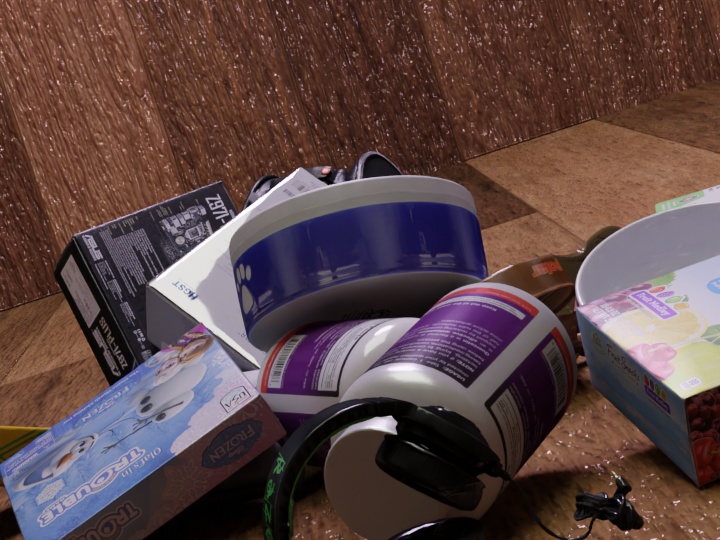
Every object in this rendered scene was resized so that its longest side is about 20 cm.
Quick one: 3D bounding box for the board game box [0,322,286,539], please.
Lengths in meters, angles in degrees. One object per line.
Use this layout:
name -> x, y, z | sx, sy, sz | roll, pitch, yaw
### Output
board game box -> -0.169, 0.135, 1.499 | 0.200, 0.043, 0.199 | -36, 22, -6

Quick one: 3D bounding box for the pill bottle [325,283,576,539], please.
pill bottle -> 0.054, 0.092, 1.259 | 0.112, 0.113, 0.200 | -13, 14, 31

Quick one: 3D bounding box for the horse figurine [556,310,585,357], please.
horse figurine -> 0.129, 0.073, 1.539 | 0.199, 0.050, 0.132 | -29, -1, -28

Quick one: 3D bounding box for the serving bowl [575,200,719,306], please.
serving bowl -> 0.258, 0.025, 1.444 | 0.199, 0.066, 0.200 | -10, 28, 6

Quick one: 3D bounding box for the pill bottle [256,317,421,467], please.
pill bottle -> 0.012, 0.092, 1.465 | 0.112, 0.113, 0.200 | -22, 9, -28

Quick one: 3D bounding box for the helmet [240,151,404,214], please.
helmet -> -0.012, -0.011, 1.974 | 0.199, 0.191, 0.201 | -22, 44, 23

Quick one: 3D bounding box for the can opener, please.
can opener -> -0.130, 0.147, 1.529 | 0.199, 0.067, 0.053 | -16, -29, 35

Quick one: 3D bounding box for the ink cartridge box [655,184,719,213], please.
ink cartridge box -> 0.356, -0.036, 1.689 | 0.199, 0.085, 0.146 | -17, 7, 9

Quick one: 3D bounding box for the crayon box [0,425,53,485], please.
crayon box -> -0.322, 0.161, 1.723 | 0.199, 0.052, 0.125 | 7, -9, -37

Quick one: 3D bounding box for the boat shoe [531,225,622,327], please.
boat shoe -> 0.188, 0.021, 1.794 | 0.200, 0.073, 0.063 | -32, -27, -48

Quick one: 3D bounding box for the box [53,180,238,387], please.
box -> -0.162, 0.042, 1.840 | 0.163, 0.201, 0.086 | -23, -13, -29

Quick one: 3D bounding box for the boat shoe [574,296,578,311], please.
boat shoe -> 0.219, 0.017, 1.646 | 0.071, 0.063, 0.200 | -11, 11, -4

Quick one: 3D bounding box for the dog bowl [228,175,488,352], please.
dog bowl -> 0.000, 0.000, 1.573 | 0.199, 0.079, 0.200 | -10, -18, -3

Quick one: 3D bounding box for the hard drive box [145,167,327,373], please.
hard drive box -> -0.066, 0.023, 1.763 | 0.156, 0.077, 0.200 | 36, 55, 24

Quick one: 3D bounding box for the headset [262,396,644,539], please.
headset -> 0.049, 0.132, 1.084 | 0.199, 0.124, 0.094 | 1, 1, -22

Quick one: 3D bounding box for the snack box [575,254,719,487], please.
snack box -> 0.261, 0.044, 1.261 | 0.199, 0.068, 0.169 | -19, 23, -12

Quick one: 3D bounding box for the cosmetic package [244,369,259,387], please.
cosmetic package -> -0.141, 0.136, 1.659 | 0.199, 0.072, 0.101 | -12, 10, 41

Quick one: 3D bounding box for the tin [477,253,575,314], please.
tin -> 0.088, 0.051, 1.575 | 0.112, 0.042, 0.200 | -9, -26, -46
